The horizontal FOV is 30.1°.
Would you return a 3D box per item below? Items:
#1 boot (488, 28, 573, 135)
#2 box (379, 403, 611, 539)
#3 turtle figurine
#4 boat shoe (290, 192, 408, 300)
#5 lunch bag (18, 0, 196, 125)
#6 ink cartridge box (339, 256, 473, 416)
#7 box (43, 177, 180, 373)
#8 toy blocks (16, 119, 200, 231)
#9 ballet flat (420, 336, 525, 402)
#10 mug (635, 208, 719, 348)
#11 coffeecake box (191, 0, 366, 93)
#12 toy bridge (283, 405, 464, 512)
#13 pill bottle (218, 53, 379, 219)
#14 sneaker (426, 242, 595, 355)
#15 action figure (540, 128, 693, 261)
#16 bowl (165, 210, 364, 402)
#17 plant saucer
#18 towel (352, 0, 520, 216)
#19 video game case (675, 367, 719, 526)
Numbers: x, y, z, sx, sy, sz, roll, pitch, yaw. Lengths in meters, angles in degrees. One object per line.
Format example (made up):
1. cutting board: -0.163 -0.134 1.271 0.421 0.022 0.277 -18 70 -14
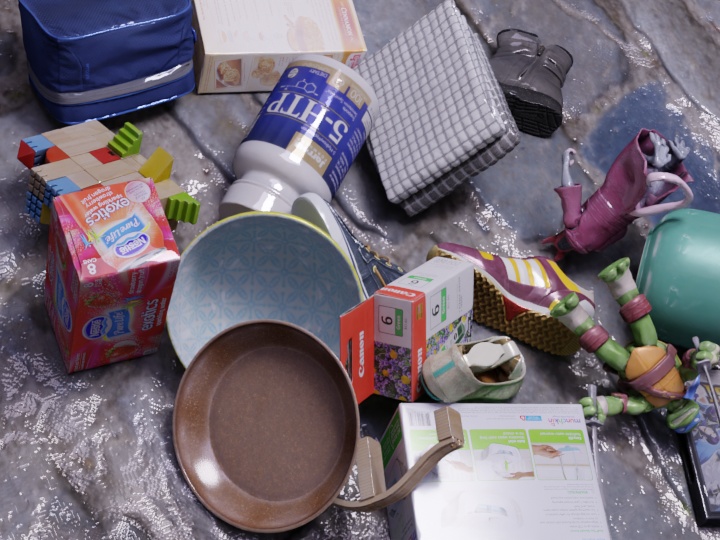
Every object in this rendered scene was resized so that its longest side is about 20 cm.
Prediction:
1. boot: 0.169 -0.255 1.681 0.198 0.070 0.133 23 50 -13
2. box: 0.132 0.228 1.321 0.197 0.097 0.178 1 57 -15
3. turtle figurine: 0.287 0.098 1.380 0.195 0.144 0.200 54 44 1
4. boat shoe: 0.000 0.000 1.427 0.091 0.071 0.202 -30 99 -37
5. lunch bag: -0.277 -0.253 1.509 0.198 0.133 0.136 -18 46 -25
6. ink cartridge box: 0.049 0.067 1.348 0.050 0.110 0.200 10 22 29
7. box: -0.244 0.009 1.296 0.099 0.200 0.096 -13 65 -23
8. toy blocks: -0.284 -0.085 1.392 0.199 0.101 0.136 37 38 26
9. ballet flat: 0.134 0.098 1.375 0.199 0.062 0.068 -8 62 -59
10. mug: 0.371 0.012 1.513 0.113 0.185 0.154 13 80 13
11. coffeecake box: -0.108 -0.298 1.619 0.198 0.073 0.155 -4 58 -18
12. toy bridge: 0.009 0.194 1.278 0.027 0.198 0.068 35 38 -49
13. pill bottle: -0.071 -0.127 1.480 0.119 0.120 0.201 26 67 3
14. sneaker: 0.168 0.015 1.495 0.199 0.075 0.091 30 47 -3
15. action figure: 0.290 -0.066 1.515 0.133 0.200 0.150 30 30 -30
16. bowl: -0.093 0.031 1.369 0.198 0.202 0.108 19 11 -2
17. plant saucer: -0.087 0.149 1.292 0.198 0.037 0.203 -2 85 21
18. towel: 0.084 -0.185 1.544 0.085 0.165 0.202 27 38 -47
19. video game case: 0.445 0.193 1.477 0.197 0.026 0.183 3 57 -14
